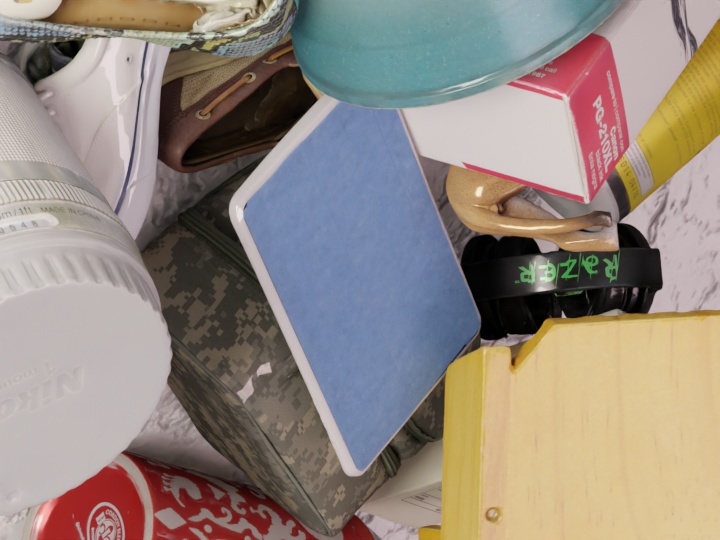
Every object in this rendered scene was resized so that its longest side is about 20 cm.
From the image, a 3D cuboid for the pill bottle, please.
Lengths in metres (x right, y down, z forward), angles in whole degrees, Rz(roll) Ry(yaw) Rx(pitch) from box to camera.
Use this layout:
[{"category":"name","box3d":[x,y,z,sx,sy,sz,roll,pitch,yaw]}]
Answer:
[{"category":"pill bottle","box3d":[0.182,-0.125,1.576,0.200,0.112,0.112,-40,141,-10]}]

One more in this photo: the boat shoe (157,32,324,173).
[{"category":"boat shoe","box3d":[-0.035,-0.096,1.420,0.199,0.072,0.072,-17,132,-35]}]

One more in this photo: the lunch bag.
[{"category":"lunch bag","box3d":[-0.023,0.028,1.487,0.168,0.139,0.200,-44,141,-13]}]

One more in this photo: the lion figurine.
[{"category":"lion figurine","box3d":[0.076,-0.068,1.439,0.122,0.200,0.073,-4,116,2]}]

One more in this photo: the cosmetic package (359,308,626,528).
[{"category":"cosmetic package","box3d":[0.096,0.095,1.620,0.199,0.071,0.105,-19,160,20]}]

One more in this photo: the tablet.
[{"category":"tablet","box3d":[0.000,0.000,1.382,0.130,0.014,0.200,-49,134,-30]}]

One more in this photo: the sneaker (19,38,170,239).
[{"category":"sneaker","box3d":[-0.144,-0.090,1.332,0.071,0.073,0.201,-3,114,-32]}]

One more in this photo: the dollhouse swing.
[{"category":"dollhouse swing","box3d":[0.135,0.097,1.507,0.199,0.176,0.183,-3,103,-16]}]

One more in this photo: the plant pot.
[{"category":"plant pot","box3d":[0.023,-0.216,1.295,0.200,0.200,0.188,-38,127,-14]}]

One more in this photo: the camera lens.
[{"category":"camera lens","box3d":[-0.195,-0.003,1.227,0.159,0.200,0.160,-21,139,-19]}]

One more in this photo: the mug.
[{"category":"mug","box3d":[-0.082,0.187,1.540,0.200,0.177,0.134,26,88,-47]}]

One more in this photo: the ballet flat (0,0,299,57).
[{"category":"ballet flat","box3d":[-0.125,-0.144,1.237,0.199,0.074,0.074,2,125,-12]}]

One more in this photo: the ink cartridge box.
[{"category":"ink cartridge box","box3d":[0.105,-0.147,1.407,0.200,0.144,0.085,-52,145,-30]}]

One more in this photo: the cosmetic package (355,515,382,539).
[{"category":"cosmetic package","box3d":[-0.005,0.267,1.752,0.113,0.081,0.200,-36,139,-16]}]

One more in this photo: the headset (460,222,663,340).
[{"category":"headset","box3d":[0.123,0.021,1.611,0.123,0.094,0.200,-5,177,0]}]
